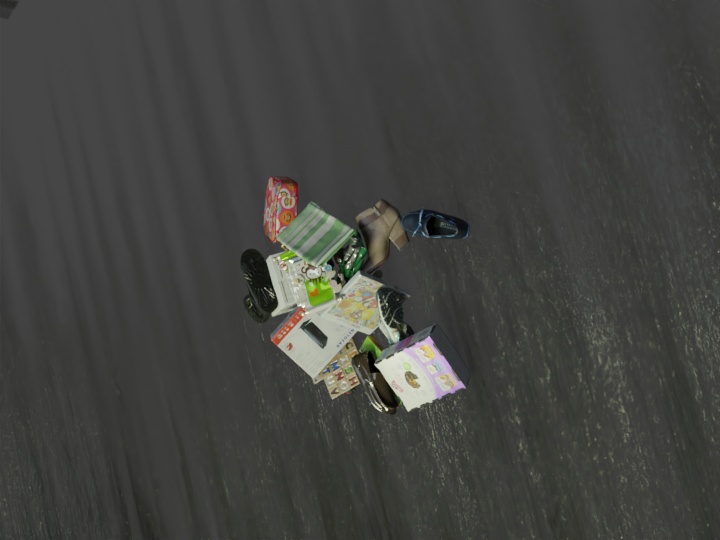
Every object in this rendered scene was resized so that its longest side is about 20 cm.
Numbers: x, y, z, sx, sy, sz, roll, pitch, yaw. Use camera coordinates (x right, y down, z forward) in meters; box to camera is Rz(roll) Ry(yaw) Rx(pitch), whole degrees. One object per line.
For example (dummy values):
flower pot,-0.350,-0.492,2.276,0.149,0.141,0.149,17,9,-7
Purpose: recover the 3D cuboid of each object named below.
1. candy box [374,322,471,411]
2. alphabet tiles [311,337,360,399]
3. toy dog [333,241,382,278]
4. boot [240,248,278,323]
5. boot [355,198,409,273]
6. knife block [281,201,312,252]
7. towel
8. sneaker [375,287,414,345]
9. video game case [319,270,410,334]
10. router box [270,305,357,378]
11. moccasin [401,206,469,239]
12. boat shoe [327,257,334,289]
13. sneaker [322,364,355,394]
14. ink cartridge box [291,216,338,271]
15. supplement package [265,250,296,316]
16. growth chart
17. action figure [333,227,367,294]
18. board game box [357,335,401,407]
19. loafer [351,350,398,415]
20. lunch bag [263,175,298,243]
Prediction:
candy box,0.163,0.259,1.494,0.198,0.072,0.169,-31,100,34
alphabet tiles,-0.082,0.272,1.704,0.165,0.008,0.203,-30,67,7
toy dog,0.000,0.000,1.644,0.129,0.096,0.205,9,116,34
boot,-0.327,0.053,1.754,0.158,0.078,0.216,-35,72,66
boot,0.035,-0.092,1.560,0.199,0.070,0.147,-39,89,-1
knife block,-0.175,-0.116,1.686,0.064,0.202,0.175,38,160,-12
towel,-0.123,-0.099,1.528,0.153,0.024,0.199,-46,50,-11
sneaker,0.075,0.137,1.555,0.085,0.077,0.203,6,128,47
video game case,0.012,0.095,1.581,0.200,0.179,0.023,-46,36,33
router box,-0.135,0.181,1.663,0.179,0.049,0.200,43,90,-17
moccasin,0.185,-0.125,1.466,0.196,0.067,0.083,5,96,37
boat shoe,-0.107,0.031,1.716,0.066,0.072,0.201,42,147,5
sneaker,-0.089,0.305,1.740,0.097,0.071,0.202,-39,68,6
ink cartridge box,-0.122,-0.055,1.633,0.066,0.116,0.201,40,81,-13
supplement package,-0.229,0.038,1.758,0.200,0.108,0.160,-34,72,66
growth chart,-0.139,0.020,1.538,0.143,0.018,0.203,-29,80,6
action figure,-0.038,-0.005,1.553,0.120,0.053,0.203,-100,23,-46
board game box,0.068,0.294,1.651,0.200,0.030,0.097,47,123,28
loafer,0.047,0.316,1.607,0.071,0.072,0.202,-43,74,30
lunch bag,-0.262,-0.197,1.803,0.176,0.080,0.205,35,119,59
